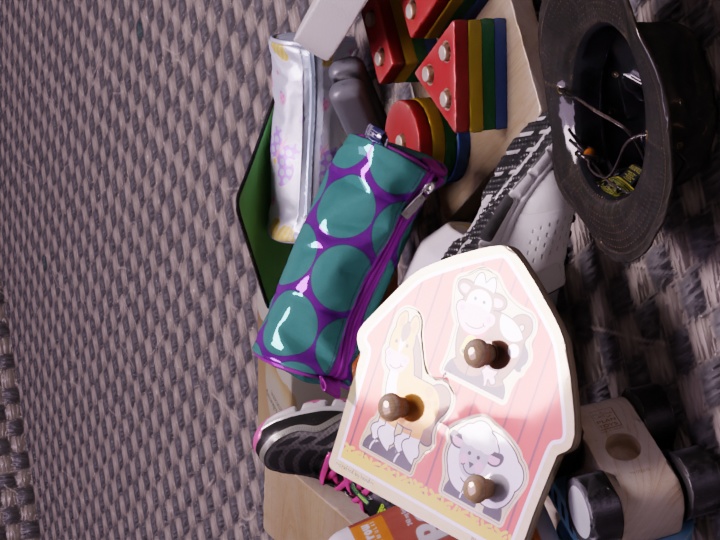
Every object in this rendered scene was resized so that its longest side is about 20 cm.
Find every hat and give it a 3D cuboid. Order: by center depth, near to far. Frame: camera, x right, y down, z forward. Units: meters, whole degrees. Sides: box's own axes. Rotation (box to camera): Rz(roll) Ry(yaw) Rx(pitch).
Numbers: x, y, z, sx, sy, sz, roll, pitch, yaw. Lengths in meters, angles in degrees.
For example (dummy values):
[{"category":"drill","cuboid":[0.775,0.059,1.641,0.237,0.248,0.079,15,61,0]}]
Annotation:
[{"category":"hat","cuboid":[0.190,-0.111,1.232,0.200,0.080,0.203,169,90,-74]}]

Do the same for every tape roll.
[{"category":"tape roll","cuboid":[0.007,-0.272,1.549,0.204,0.037,0.203,-59,7,12]}]

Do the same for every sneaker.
[{"category":"sneaker","cuboid":[0.126,-0.034,1.355,0.201,0.080,0.074,-58,15,-4]},{"category":"sneaker","cuboid":[0.012,0.162,1.445,0.074,0.198,0.088,109,171,-48]}]

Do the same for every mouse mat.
[{"category":"mouse mat","cuboid":[-0.078,-0.085,1.784,0.162,0.007,0.201,76,-157,-49]}]

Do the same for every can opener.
[{"category":"can opener","cuboid":[-0.001,-0.101,1.630,0.201,0.066,0.054,64,-162,-48]}]

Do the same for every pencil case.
[{"category":"pencil case","cuboid":[-0.007,-0.008,1.436,0.092,0.085,0.201,24,90,44]},{"category":"pencil case","cuboid":[-0.047,-0.123,1.720,0.091,0.082,0.202,-34,-53,-71]}]

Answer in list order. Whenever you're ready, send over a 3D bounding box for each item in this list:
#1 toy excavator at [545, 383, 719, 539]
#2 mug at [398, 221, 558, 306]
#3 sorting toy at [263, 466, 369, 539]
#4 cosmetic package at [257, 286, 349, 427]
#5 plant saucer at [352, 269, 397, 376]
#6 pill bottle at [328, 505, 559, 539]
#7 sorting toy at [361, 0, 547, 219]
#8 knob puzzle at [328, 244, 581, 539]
[{"category":"toy excavator","cuboid":[0.166,0.168,1.345,0.195,0.099,0.201,-119,22,-45]},{"category":"mug","cuboid":[0.074,0.041,1.455,0.186,0.148,0.154,32,109,49]},{"category":"sorting toy","cuboid":[0.014,0.227,1.567,0.198,0.070,0.200,39,158,15]},{"category":"cosmetic package","cuboid":[-0.056,0.117,1.857,0.105,0.070,0.201,-124,29,-49]},{"category":"plant saucer","cuboid":[0.000,0.000,1.578,0.200,0.032,0.202,178,90,-78]},{"category":"pill bottle","cuboid":[0.043,0.223,1.336,0.112,0.199,0.113,158,90,-84]},{"category":"sorting toy","cuboid":[0.069,-0.169,1.504,0.200,0.069,0.200,130,130,-60]},{"category":"knob puzzle","cuboid":[0.067,0.078,1.278,0.218,0.030,0.222,-4,83,38]}]
